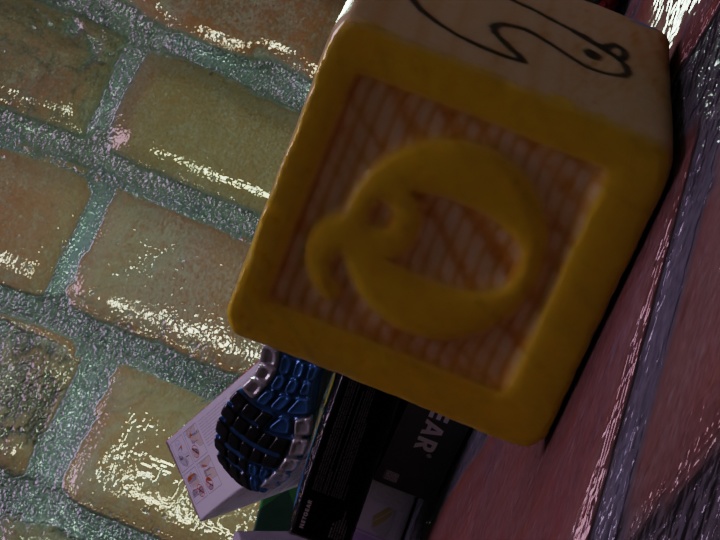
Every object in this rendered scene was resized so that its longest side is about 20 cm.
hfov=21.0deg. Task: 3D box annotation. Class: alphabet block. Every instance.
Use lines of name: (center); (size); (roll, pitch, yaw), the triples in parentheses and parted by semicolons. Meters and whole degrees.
alphabet block: (0.055, -0.053, 1.096); (0.200, 0.194, 0.198); (-74, 4, -65)

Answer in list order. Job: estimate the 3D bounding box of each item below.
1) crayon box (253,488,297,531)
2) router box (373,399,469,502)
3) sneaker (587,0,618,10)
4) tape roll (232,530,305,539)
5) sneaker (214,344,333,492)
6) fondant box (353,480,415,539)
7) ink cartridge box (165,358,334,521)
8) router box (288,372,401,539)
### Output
crayon box: (-0.056, 0.167, 1.960); (0.126, 0.051, 0.201); (-73, 0, -51)
router box: (0.077, 0.050, 1.461); (0.158, 0.052, 0.201); (-71, 3, -51)
sneaker: (0.163, -0.239, 1.573); (0.200, 0.095, 0.080); (-72, 3, -67)
tape roll: (-0.071, 0.312, 1.571); (0.200, 0.066, 0.202); (-179, 90, -80)
sneaker: (-0.047, 0.076, 1.473); (0.201, 0.075, 0.087); (-68, -12, 22)
fondant box: (-0.002, 0.230, 1.685); (0.200, 0.058, 0.145); (113, 178, -70)
ink cartridge box: (-0.045, 0.127, 1.693); (0.175, 0.084, 0.200); (-16, -16, -38)
router box: (0.001, 0.097, 1.476); (0.149, 0.051, 0.202); (-83, 12, -83)
